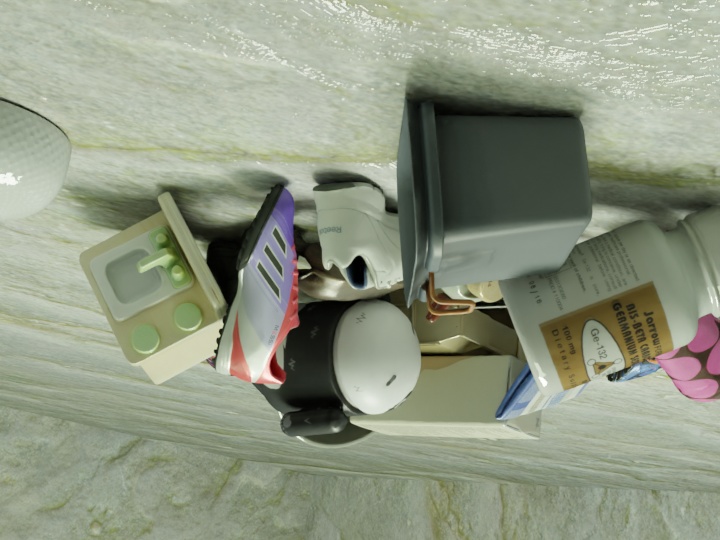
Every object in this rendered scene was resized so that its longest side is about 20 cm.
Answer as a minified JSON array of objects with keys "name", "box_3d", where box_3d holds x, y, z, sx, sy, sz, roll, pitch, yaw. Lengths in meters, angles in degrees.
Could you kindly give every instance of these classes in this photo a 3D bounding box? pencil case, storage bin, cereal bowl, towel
[{"name":"pencil case","box_3d":[0.304,0.048,1.218,0.200,0.091,0.094,45,-173,-44]},{"name":"storage bin","box_3d":[0.082,0.063,1.458,0.197,0.094,0.200,-4,162,35]},{"name":"cereal bowl","box_3d":[-0.356,-0.088,1.102,0.198,0.084,0.200,6,166,1]},{"name":"towel","box_3d":[0.225,0.090,1.339,0.024,0.147,0.199,42,-156,24]},{"name":"storage bin","box_3d":[0.100,-0.043,0.977,0.133,0.147,0.200,-3,165,0]}]

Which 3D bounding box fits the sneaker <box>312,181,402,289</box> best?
[{"name":"sneaker","box_3d":[0.015,-0.017,1.189,0.074,0.088,0.200,-5,163,35]}]

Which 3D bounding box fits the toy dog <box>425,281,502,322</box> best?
[{"name":"toy dog","box_3d":[0.128,0.016,1.205,0.199,0.097,0.132,21,-164,-30]}]

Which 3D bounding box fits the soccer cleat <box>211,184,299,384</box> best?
[{"name":"soccer cleat","box_3d":[-0.083,0.016,1.192,0.073,0.201,0.068,18,-158,2]}]

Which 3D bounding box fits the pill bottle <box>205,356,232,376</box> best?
[{"name":"pill bottle","box_3d":[-0.151,0.071,1.558,0.110,0.112,0.200,7,166,1]}]

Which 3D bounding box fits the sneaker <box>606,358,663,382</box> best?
[{"name":"sneaker","box_3d":[0.352,0.095,1.493,0.078,0.076,0.200,8,168,-18]}]

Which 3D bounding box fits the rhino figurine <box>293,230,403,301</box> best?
[{"name":"rhino figurine","box_3d":[0.000,0.000,1.278,0.087,0.060,0.199,19,-170,38]}]

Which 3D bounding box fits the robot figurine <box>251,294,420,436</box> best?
[{"name":"robot figurine","box_3d":[-0.031,0.094,1.335,0.199,0.152,0.124,-6,177,35]}]

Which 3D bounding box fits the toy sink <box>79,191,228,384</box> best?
[{"name":"toy sink","box_3d":[-0.208,0.025,1.290,0.112,0.131,0.200,-28,170,-9]}]

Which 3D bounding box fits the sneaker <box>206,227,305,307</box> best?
[{"name":"sneaker","box_3d":[-0.126,0.012,1.362,0.075,0.091,0.200,16,164,-19]}]

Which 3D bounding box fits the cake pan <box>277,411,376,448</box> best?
[{"name":"cake pan","box_3d":[-0.024,0.127,1.596,0.199,0.201,0.037,16,-168,-32]}]

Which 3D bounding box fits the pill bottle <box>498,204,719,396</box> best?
[{"name":"pill bottle","box_3d":[0.228,0.022,1.077,0.199,0.115,0.114,-22,161,6]}]

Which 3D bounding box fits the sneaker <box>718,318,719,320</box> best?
[{"name":"sneaker","box_3d":[0.411,0.071,1.336,0.199,0.088,0.074,15,164,-28]}]

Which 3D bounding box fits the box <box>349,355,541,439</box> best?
[{"name":"box","box_3d":[0.097,0.142,1.408,0.199,0.078,0.095,-3,163,32]}]
